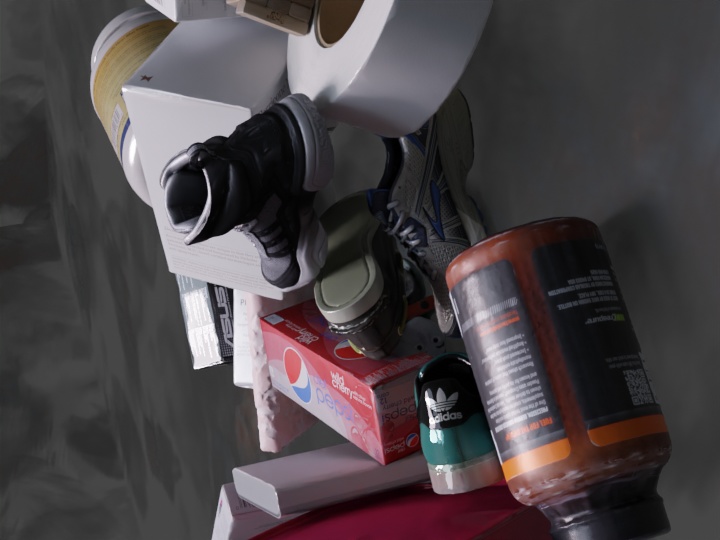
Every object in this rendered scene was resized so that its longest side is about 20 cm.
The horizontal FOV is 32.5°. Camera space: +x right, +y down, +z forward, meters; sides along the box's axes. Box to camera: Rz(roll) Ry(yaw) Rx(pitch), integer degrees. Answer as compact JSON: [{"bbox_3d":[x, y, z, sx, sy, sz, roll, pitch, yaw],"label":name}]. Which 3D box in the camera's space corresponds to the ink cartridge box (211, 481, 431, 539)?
[{"bbox_3d":[-0.046,0.248,1.195,0.200,0.196,0.043,109,147,-52],"label":"ink cartridge box"}]

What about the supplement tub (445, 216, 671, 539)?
[{"bbox_3d":[0.128,0.075,0.772,0.107,0.107,0.201,129,128,-64],"label":"supplement tub"}]

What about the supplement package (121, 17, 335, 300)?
[{"bbox_3d":[-0.101,-0.095,1.023,0.117,0.117,0.200,14,137,20],"label":"supplement package"}]

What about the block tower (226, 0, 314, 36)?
[{"bbox_3d":[-0.045,-0.278,0.916,0.058,0.054,0.201,20,94,67],"label":"block tower"}]

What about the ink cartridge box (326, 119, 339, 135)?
[{"bbox_3d":[-0.072,-0.206,1.211,0.200,0.084,0.145,141,117,-68],"label":"ink cartridge box"}]

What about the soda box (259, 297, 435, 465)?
[{"bbox_3d":[-0.009,0.085,1.003,0.200,0.063,0.070,25,129,58],"label":"soda box"}]

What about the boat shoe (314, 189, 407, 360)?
[{"bbox_3d":[0.000,0.000,1.000,0.061,0.072,0.201,56,-164,-25],"label":"boat shoe"}]

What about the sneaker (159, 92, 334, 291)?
[{"bbox_3d":[-0.085,-0.043,0.895,0.200,0.113,0.076,101,146,-55],"label":"sneaker"}]

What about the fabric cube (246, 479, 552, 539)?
[{"bbox_3d":[0.044,0.264,0.857,0.199,0.196,0.200,-10,91,34],"label":"fabric cube"}]

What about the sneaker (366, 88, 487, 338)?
[{"bbox_3d":[0.045,-0.043,0.970,0.077,0.085,0.201,172,87,-70],"label":"sneaker"}]

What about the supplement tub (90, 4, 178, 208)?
[{"bbox_3d":[-0.177,-0.158,1.186,0.200,0.144,0.145,-124,30,-46],"label":"supplement tub"}]

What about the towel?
[{"bbox_3d":[-0.054,0.052,1.198,0.032,0.191,0.201,-1,101,25],"label":"towel"}]

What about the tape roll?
[{"bbox_3d":[0.020,-0.200,0.880,0.202,0.071,0.203,-45,38,50],"label":"tape roll"}]

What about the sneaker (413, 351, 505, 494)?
[{"bbox_3d":[0.081,0.091,0.870,0.200,0.071,0.080,-31,-73,-78],"label":"sneaker"}]

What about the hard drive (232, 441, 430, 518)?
[{"bbox_3d":[0.010,0.155,0.992,0.132,0.199,0.027,173,88,-70],"label":"hard drive"}]

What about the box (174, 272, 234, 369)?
[{"bbox_3d":[-0.121,-0.003,1.310,0.047,0.193,0.201,-15,82,29],"label":"box"}]

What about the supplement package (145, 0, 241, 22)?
[{"bbox_3d":[-0.070,-0.272,1.004,0.114,0.199,0.110,-136,41,-60],"label":"supplement package"}]

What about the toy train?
[{"bbox_3d":[0.020,0.071,1.113,0.114,0.085,0.200,61,154,14],"label":"toy train"}]

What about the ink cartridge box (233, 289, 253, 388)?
[{"bbox_3d":[-0.070,0.015,1.253,0.160,0.047,0.201,3,-92,-66],"label":"ink cartridge box"}]
